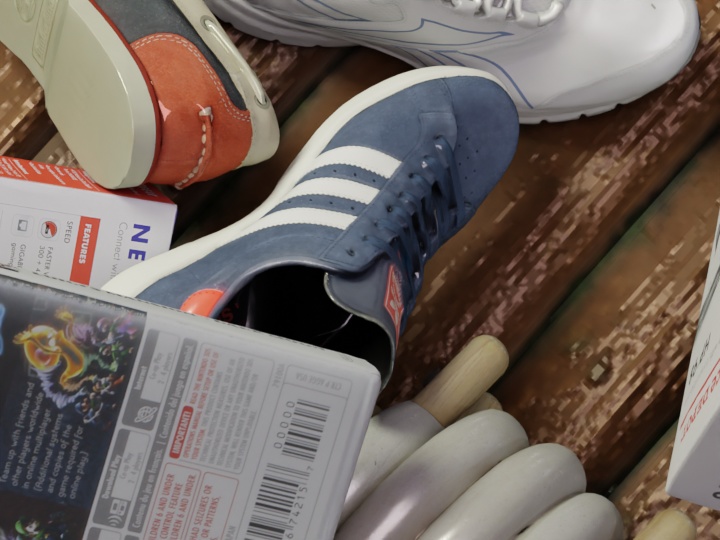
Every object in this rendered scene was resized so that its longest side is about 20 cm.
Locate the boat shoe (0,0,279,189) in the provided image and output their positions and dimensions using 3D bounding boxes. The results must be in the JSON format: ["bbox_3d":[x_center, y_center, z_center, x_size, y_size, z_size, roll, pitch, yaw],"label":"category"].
[{"bbox_3d":[-0.097,-0.106,0.830,0.062,0.071,0.201,-10,50,-31],"label":"boat shoe"}]

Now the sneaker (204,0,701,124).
[{"bbox_3d":[0.030,-0.105,0.842,0.198,0.087,0.075,10,82,-1],"label":"sneaker"}]

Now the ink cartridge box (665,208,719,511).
[{"bbox_3d":[0.160,0.012,0.784,0.066,0.116,0.201,16,60,0],"label":"ink cartridge box"}]

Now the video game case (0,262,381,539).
[{"bbox_3d":[-0.105,0.103,0.703,0.180,0.023,0.202,15,97,-19],"label":"video game case"}]

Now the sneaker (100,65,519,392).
[{"bbox_3d":[0.000,0.000,0.788,0.200,0.084,0.075,-39,127,-26],"label":"sneaker"}]

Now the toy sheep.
[{"bbox_3d":[0.039,0.113,0.793,0.200,0.138,0.138,41,85,21],"label":"toy sheep"}]

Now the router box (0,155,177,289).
[{"bbox_3d":[-0.171,0.056,0.790,0.178,0.049,0.202,9,99,-20],"label":"router box"}]
